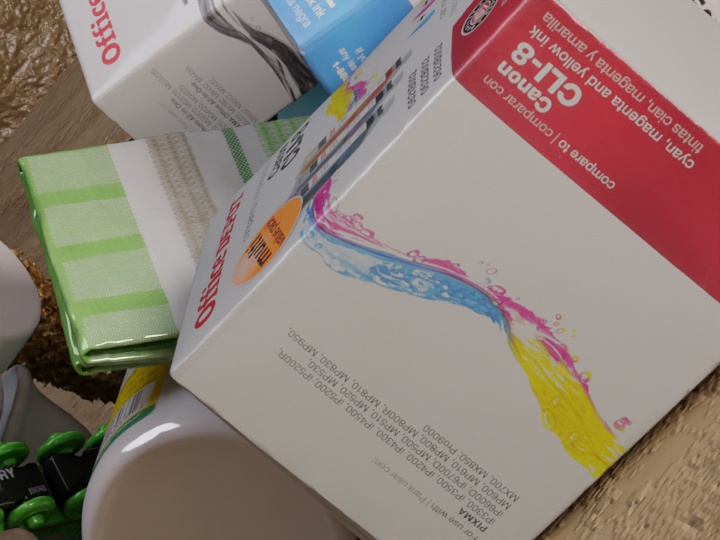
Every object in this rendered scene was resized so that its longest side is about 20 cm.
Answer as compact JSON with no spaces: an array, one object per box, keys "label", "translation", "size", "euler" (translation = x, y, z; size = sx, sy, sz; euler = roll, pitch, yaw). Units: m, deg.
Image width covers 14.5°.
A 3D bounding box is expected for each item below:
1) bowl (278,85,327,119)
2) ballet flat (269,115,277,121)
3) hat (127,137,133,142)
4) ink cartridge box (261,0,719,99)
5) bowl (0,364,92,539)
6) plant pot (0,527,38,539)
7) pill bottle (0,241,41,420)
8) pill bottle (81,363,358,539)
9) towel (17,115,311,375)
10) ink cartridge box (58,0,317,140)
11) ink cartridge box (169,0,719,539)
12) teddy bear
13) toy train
[{"label":"bowl","translation":[0.001,-0.156,1.597],"size":[0.201,0.105,0.201],"euler":[-11,76,49]},{"label":"ballet flat","translation":[-0.073,-0.028,1.502],"size":[0.200,0.068,0.072],"euler":[-94,7,-49]},{"label":"hat","translation":[-0.142,-0.070,1.773],"size":[0.166,0.176,0.200],"euler":[-42,15,31]},{"label":"ink cartridge box","translation":[0.073,-0.122,1.142],"size":[0.200,0.145,0.084],"euler":[-35,43,2]},{"label":"bowl","translation":[-0.173,0.154,1.397],"size":[0.201,0.090,0.201],"euler":[-59,13,22]},{"label":"plant pot","translation":[-0.181,0.203,1.184],"size":[0.175,0.200,0.200],"euler":[-33,10,-11]},{"label":"pill bottle","translation":[-0.240,0.068,1.345],"size":[0.200,0.120,0.120],"euler":[-50,11,26]},{"label":"pill bottle","translation":[-0.050,0.069,1.216],"size":[0.113,0.113,0.200],"euler":[-45,14,20]},{"label":"towel","translation":[-0.035,-0.013,1.203],"size":[0.149,0.200,0.031],"euler":[-114,21,-51]},{"label":"ink cartridge box","translation":[-0.056,-0.164,1.464],"size":[0.200,0.083,0.145],"euler":[-35,45,13]},{"label":"ink cartridge box","translation":[0.051,-0.012,1.031],"size":[0.200,0.145,0.145],"euler":[-46,14,20]},{"label":"teddy bear","translation":[-0.143,0.041,1.453],"size":[0.145,0.200,0.067],"euler":[-4,69,41]},{"label":"toy train","translation":[-0.124,0.099,1.298],"size":[0.200,0.042,0.056],"euler":[-8,-29,-43]}]
